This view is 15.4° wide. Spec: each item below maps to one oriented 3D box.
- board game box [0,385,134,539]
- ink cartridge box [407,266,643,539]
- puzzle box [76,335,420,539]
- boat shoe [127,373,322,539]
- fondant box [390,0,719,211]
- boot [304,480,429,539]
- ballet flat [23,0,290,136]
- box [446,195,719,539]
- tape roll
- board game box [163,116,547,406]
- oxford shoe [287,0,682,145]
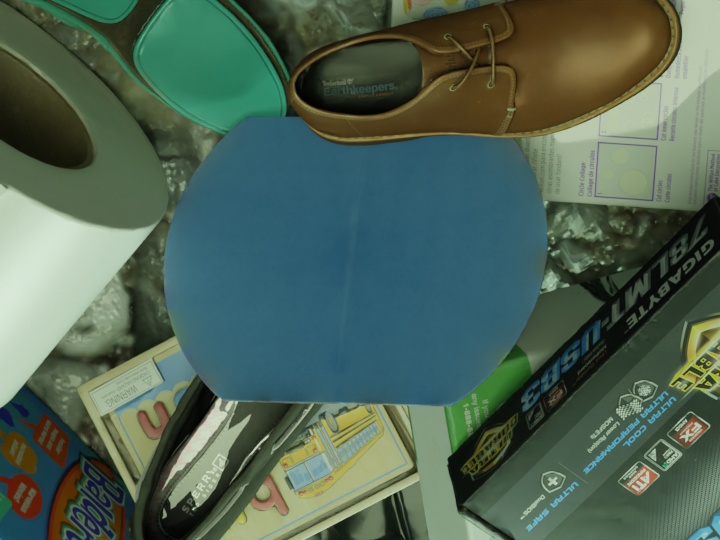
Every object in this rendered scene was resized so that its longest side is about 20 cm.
[{"bbox_3d":[-0.202,0.117,1.462,0.045,0.152,0.200,-40,102,19],"label":"board game box"},{"bbox_3d":[0.133,0.083,1.404,0.200,0.083,0.147,-16,110,-14],"label":"ink cartridge box"},{"bbox_3d":[-0.037,0.077,1.451,0.200,0.025,0.133,-28,89,3],"label":"puzzle box"},{"bbox_3d":[-0.059,0.070,1.410,0.067,0.057,0.200,31,92,3],"label":"boat shoe"},{"bbox_3d":[0.116,-0.110,1.385,0.200,0.058,0.144,4,112,5],"label":"fondant box"},{"bbox_3d":[-0.024,0.188,1.509,0.162,0.073,0.198,-12,101,9],"label":"boot"},{"bbox_3d":[-0.117,-0.142,1.390,0.200,0.070,0.067,33,106,-28],"label":"ballet flat"},{"bbox_3d":[0.181,0.091,1.324,0.198,0.050,0.200,36,109,-23],"label":"box"},{"bbox_3d":[-0.219,-0.043,1.378,0.203,0.203,0.139,39,111,-8],"label":"tape roll"},{"bbox_3d":[0.000,0.000,1.365,0.200,0.039,0.158,0,68,15],"label":"board game box"},{"bbox_3d":[0.060,-0.099,1.321,0.200,0.071,0.071,-13,85,10],"label":"oxford shoe"}]
